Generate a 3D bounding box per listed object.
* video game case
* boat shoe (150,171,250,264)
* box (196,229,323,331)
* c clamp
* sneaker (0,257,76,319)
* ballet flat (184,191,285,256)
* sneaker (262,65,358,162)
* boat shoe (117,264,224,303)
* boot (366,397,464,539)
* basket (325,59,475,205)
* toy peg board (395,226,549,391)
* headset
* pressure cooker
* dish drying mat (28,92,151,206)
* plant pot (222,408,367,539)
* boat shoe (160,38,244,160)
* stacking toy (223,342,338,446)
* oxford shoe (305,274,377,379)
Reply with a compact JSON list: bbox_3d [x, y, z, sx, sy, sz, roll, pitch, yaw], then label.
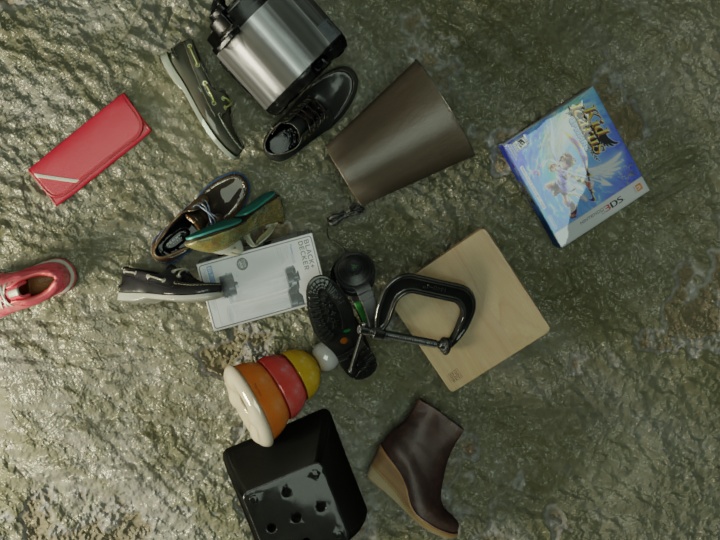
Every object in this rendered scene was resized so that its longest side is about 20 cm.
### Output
[{"bbox_3d":[0.356,-0.172,1.696,0.180,0.045,0.202,-32,97,-2],"label":"video game case"},{"bbox_3d":[-0.256,-0.080,1.644,0.200,0.072,0.072,-44,97,1],"label":"boat shoe"},{"bbox_3d":[-0.159,0.015,1.667,0.196,0.060,0.119,-14,97,-3],"label":"box"},{"bbox_3d":[0.086,0.087,1.617,0.196,0.027,0.174,6,108,-21],"label":"c clamp"},{"bbox_3d":[-0.557,0.031,1.624,0.197,0.087,0.075,-22,96,-2],"label":"sneaker"},{"bbox_3d":[-0.191,-0.061,1.614,0.199,0.070,0.072,-34,100,-42],"label":"ballet flat"},{"bbox_3d":[-0.075,-0.248,1.624,0.075,0.106,0.200,44,91,-7],"label":"sneaker"},{"bbox_3d":[-0.304,0.021,1.624,0.197,0.073,0.062,-1,84,31],"label":"boat shoe"},{"bbox_3d":[0.125,0.336,1.713,0.199,0.072,0.167,39,94,-3],"label":"boot"},{"bbox_3d":[0.055,-0.204,1.629,0.198,0.136,0.182,-33,85,4],"label":"basket"},{"bbox_3d":[0.180,0.056,1.693,0.198,0.098,0.202,-33,97,15],"label":"toy peg board"},{"bbox_3d":[0.000,0.000,1.650,0.093,0.123,0.203,-23,90,-7],"label":"headset"},{"bbox_3d":[-0.139,-0.368,1.574,0.179,0.176,0.200,-44,101,-3],"label":"pressure cooker"},{"bbox_3d":[-0.437,-0.195,1.646,0.199,0.018,0.077,-38,96,0],"label":"dish drying mat"},{"bbox_3d":[-0.106,0.370,1.648,0.197,0.177,0.203,-21,96,-1],"label":"plant pot"},{"bbox_3d":[-0.241,-0.273,1.627,0.060,0.072,0.204,-33,93,4],"label":"boat shoe"},{"bbox_3d":[-0.113,0.181,1.669,0.198,0.146,0.148,-28,97,-18],"label":"stacking toy"},{"bbox_3d":[-0.041,0.081,1.640,0.072,0.085,0.202,-24,123,0],"label":"oxford shoe"}]
